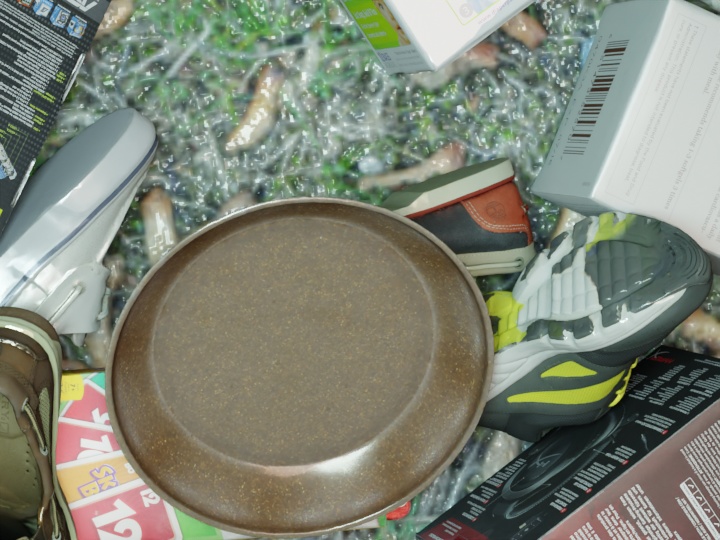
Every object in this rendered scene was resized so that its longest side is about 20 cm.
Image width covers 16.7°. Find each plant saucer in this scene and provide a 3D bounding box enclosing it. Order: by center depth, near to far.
[{"bbox_3d":[-0.032,0.045,1.248,0.199,0.037,0.202,-5,120,-9],"label":"plant saucer"}]

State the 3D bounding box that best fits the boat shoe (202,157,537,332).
[{"bbox_3d":[0.000,0.000,1.294,0.199,0.071,0.063,-20,100,-15],"label":"boat shoe"}]

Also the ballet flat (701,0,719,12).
[{"bbox_3d":[0.168,-0.197,1.296,0.069,0.070,0.201,-14,65,-12],"label":"ballet flat"}]

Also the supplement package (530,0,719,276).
[{"bbox_3d":[0.213,-0.054,1.313,0.199,0.117,0.118,24,88,-12],"label":"supplement package"}]

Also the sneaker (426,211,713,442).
[{"bbox_3d":[0.118,0.032,1.277,0.084,0.200,0.075,28,55,-29],"label":"sneaker"}]

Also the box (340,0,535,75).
[{"bbox_3d":[0.011,-0.212,1.260,0.101,0.112,0.201,-36,100,-7],"label":"box"}]

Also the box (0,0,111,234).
[{"bbox_3d":[-0.235,-0.114,1.192,0.199,0.044,0.161,30,81,-38],"label":"box"}]

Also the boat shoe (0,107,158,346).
[{"bbox_3d":[-0.163,0.008,1.259,0.070,0.071,0.200,42,84,-25],"label":"boat shoe"}]

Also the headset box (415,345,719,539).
[{"bbox_3d":[0.127,0.131,1.287,0.200,0.149,0.077,-38,100,-9],"label":"headset box"}]

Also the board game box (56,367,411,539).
[{"bbox_3d":[-0.069,0.095,1.304,0.198,0.030,0.096,-4,94,-15],"label":"board game box"}]

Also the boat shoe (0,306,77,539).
[{"bbox_3d":[-0.183,0.122,1.219,0.074,0.075,0.204,0,119,3],"label":"boat shoe"}]
